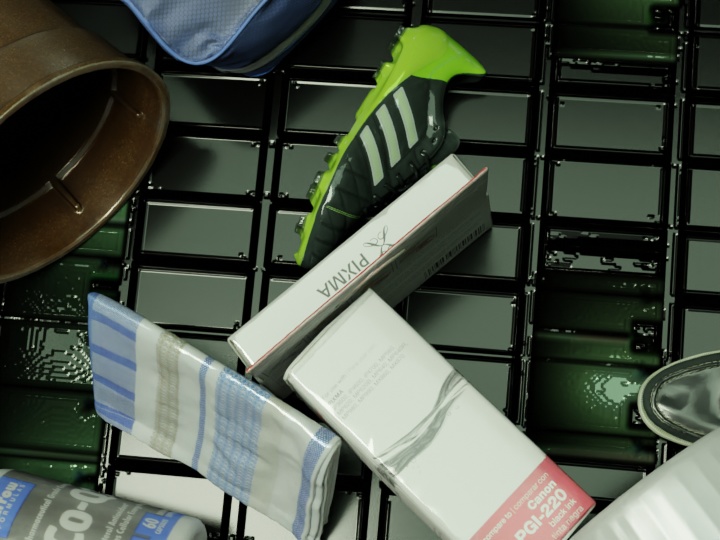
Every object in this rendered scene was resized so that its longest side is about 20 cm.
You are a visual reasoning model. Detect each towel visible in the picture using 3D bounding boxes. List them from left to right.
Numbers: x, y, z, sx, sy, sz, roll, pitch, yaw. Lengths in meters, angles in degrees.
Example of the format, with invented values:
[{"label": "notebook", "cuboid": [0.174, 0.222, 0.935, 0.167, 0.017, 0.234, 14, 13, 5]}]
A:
[{"label": "towel", "cuboid": [-0.102, 0.104, 1.008, 0.199, 0.147, 0.024, 30, 57, 12]}]

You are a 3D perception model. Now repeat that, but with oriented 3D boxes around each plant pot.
[{"label": "plant pot", "cuboid": [-0.273, -0.129, 1.047, 0.200, 0.200, 0.198, -44, 72, -3]}]

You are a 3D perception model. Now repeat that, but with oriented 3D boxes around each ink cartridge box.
[{"label": "ink cartridge box", "cuboid": [0.000, 0.000, 0.996, 0.200, 0.176, 0.045, -40, 78, -3]}, {"label": "ink cartridge box", "cuboid": [0.051, 0.118, 0.985, 0.200, 0.146, 0.085, 42, 83, 10]}]

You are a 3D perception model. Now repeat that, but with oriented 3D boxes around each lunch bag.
[{"label": "lunch bag", "cuboid": [-0.114, -0.242, 1.078, 0.136, 0.132, 0.200, -43, 79, 13]}]

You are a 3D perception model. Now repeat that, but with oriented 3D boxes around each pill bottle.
[{"label": "pill bottle", "cuboid": [-0.214, 0.200, 1.012, 0.199, 0.114, 0.115, 13, 81, 7]}]

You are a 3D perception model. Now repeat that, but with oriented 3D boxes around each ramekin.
[{"label": "ramekin", "cuboid": [0.215, 0.176, 0.937, 0.200, 0.201, 0.098, -35, 71, -2]}]

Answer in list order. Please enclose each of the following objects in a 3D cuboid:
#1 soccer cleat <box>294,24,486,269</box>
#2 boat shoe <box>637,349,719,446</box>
[{"label": "soccer cleat", "cuboid": [0.021, -0.082, 1.069, 0.081, 0.068, 0.201, 30, 83, -3]}, {"label": "boat shoe", "cuboid": [0.290, 0.090, 1.007, 0.198, 0.066, 0.075, 8, 81, 7]}]
